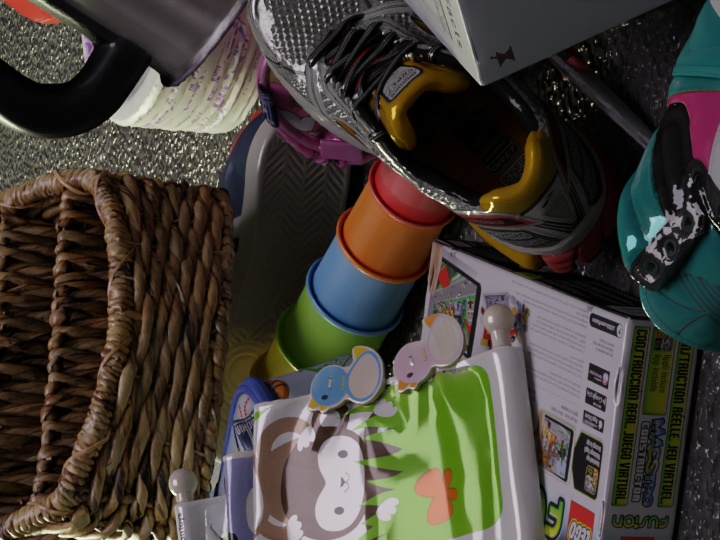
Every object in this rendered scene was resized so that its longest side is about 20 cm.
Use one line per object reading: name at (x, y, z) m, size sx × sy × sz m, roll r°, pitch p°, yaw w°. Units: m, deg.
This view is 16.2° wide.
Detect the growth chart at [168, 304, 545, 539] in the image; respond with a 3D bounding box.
growth chart at (-0.003, 0.106, 1.095) m, size 0.199 × 0.018 × 0.145 m, roll -26°, pitch 64°, yaw 26°

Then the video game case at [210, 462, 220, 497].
video game case at (-0.060, 0.123, 1.445) m, size 0.143 × 0.018 × 0.201 m, roll 129°, pitch 139°, yaw -55°

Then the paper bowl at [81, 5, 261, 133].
paper bowl at (-0.084, -0.178, 1.432) m, size 0.200 × 0.104 × 0.202 m, roll -176°, pitch 90°, yaw -68°

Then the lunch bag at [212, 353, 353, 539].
lunch bag at (-0.014, 0.147, 1.203) m, size 0.201 × 0.075 × 0.161 m, roll 99°, pitch 151°, yaw -47°

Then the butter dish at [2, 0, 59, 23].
butter dish at (-0.162, -0.224, 1.600) m, size 0.200 × 0.148 × 0.199 m, roll -49°, pitch 15°, yaw -20°

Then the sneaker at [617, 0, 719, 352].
sneaker at (0.146, -0.015, 0.865) m, size 0.200 × 0.083 × 0.121 m, roll -107°, pitch 34°, yaw -57°

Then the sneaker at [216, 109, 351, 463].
sneaker at (-0.053, 0.004, 1.382) m, size 0.084 × 0.075 × 0.201 m, roll -141°, pitch 65°, yaw -68°

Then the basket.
basket at (-0.149, 0.048, 1.286) m, size 0.143 × 0.148 × 0.201 m, roll 125°, pitch 152°, yaw -62°

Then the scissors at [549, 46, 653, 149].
scissors at (0.091, -0.093, 1.093) m, size 0.200 × 0.073 × 0.014 m, roll 40°, pitch 113°, yaw 34°

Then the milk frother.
milk frother at (-0.163, -0.180, 1.284) m, size 0.181 × 0.188 × 0.200 m, roll -52°, pitch 19°, yaw 14°

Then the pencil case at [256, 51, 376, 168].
pencil case at (-0.015, -0.125, 1.240) m, size 0.086 × 0.083 × 0.200 m, roll -36°, pitch 24°, yaw 13°

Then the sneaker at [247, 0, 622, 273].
sneaker at (0.026, -0.080, 1.078) m, size 0.200 × 0.082 × 0.078 m, roll 36°, pitch 92°, yaw 29°

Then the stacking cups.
stacking cups at (0.000, 0.000, 1.255) m, size 0.200 × 0.060 × 0.061 m, roll 116°, pitch 149°, yaw -44°

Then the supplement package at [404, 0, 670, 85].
supplement package at (0.050, -0.180, 1.050) m, size 0.200 × 0.109 × 0.114 m, roll -125°, pitch 12°, yaw -56°

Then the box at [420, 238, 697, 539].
box at (0.078, 0.056, 1.092) m, size 0.200 × 0.035 × 0.111 m, roll -154°, pitch 69°, yaw -66°
